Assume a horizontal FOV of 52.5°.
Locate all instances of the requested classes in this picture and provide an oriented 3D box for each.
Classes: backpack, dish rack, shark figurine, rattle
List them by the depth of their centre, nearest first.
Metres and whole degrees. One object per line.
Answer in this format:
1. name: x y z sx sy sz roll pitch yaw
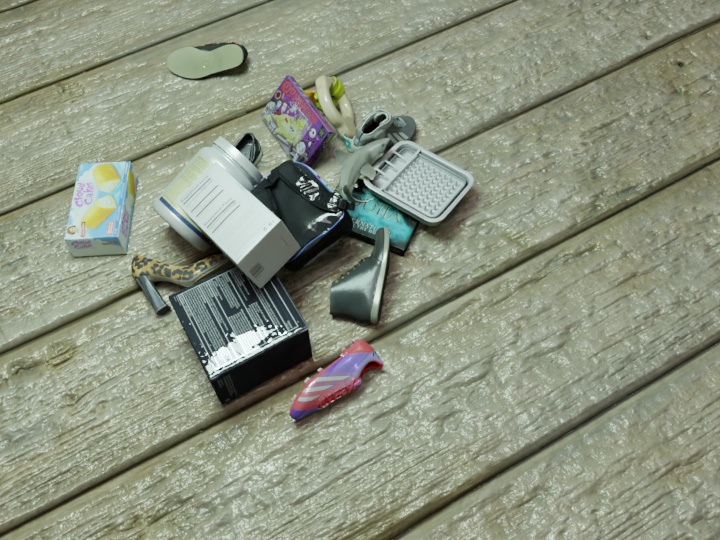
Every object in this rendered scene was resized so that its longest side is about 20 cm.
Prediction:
1. backpack: -0.125 -0.116 1.471 0.199 0.154 0.191 -35 72 -2
2. shark figurine: -0.026 -0.205 1.496 0.127 0.090 0.216 -20 33 34
3. dish rack: 0.123 -0.180 1.551 0.199 0.044 0.172 31 57 20
4. rattle: -0.079 -0.330 1.669 0.141 0.130 0.202 -20 90 9

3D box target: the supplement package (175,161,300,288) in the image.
1. supplement package: -0.225 -0.084 1.342 0.110 0.114 0.200 -45 61 -7

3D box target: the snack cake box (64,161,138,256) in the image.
1. snack cake box: -0.549 -0.133 1.553 0.113 0.067 0.202 -3 58 -1

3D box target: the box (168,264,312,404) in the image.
1. box: -0.221 0.106 1.366 0.197 0.124 0.201 -27 60 -14

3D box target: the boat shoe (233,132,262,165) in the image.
1. boat shoe: -0.279 -0.223 1.602 0.074 0.066 0.200 26 63 15

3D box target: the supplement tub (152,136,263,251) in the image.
1. supplement tub: -0.308 -0.157 1.490 0.145 0.145 0.200 40 85 22

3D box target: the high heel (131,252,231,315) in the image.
1. high heel: -0.363 -0.021 1.475 0.199 0.072 0.143 -34 70 -8

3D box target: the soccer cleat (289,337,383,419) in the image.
1. soccer cleat: -0.045 0.208 1.338 0.076 0.067 0.200 40 65 18

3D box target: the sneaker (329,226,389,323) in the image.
1. sneaker: 0.000 0.000 1.446 0.105 0.075 0.202 8 67 7

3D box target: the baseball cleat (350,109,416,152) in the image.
1. baseball cleat: 0.066 -0.314 1.603 0.070 0.107 0.199 46 52 13

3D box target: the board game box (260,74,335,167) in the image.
1. board game box: -0.144 -0.330 1.643 0.120 0.032 0.201 -48 60 22

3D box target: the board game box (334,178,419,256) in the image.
1. board game box: 0.027 -0.122 1.555 0.198 0.028 0.136 21 62 13

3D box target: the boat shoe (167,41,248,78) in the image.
1. boat shoe: -0.373 -0.516 1.789 0.199 0.075 0.063 -5 19 10
